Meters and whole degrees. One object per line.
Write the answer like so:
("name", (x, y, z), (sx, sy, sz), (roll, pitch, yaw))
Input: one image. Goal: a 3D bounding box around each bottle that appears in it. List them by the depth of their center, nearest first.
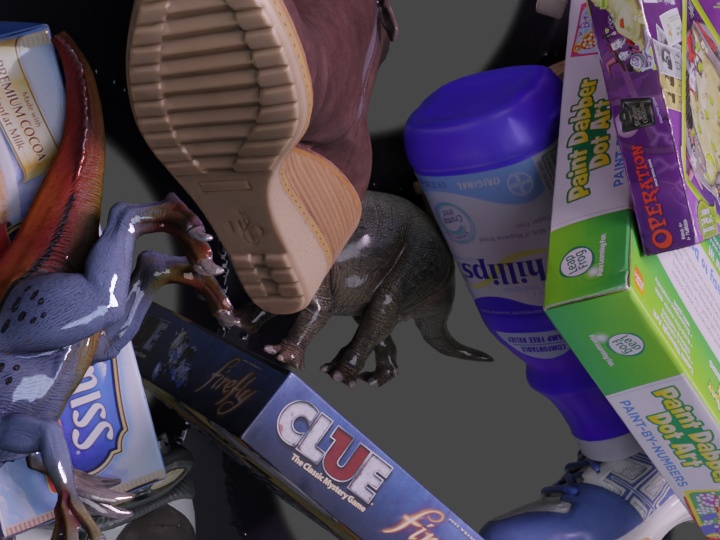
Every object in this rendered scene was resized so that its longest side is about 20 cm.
("bottle", (0.092, 0.000, 0.900), (0.065, 0.083, 0.200), (-47, 122, -41))

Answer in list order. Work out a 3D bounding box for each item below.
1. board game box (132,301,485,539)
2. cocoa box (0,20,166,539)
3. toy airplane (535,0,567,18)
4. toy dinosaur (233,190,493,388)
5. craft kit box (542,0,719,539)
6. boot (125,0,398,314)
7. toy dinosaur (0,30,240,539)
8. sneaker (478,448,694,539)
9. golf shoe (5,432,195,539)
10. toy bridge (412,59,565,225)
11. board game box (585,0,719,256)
("board game box", (-0.031, 0.078, 0.824), (0.135, 0.200, 0.035), (42, 80, -24))
("cocoa box", (-0.181, 0.005, 0.783), (0.131, 0.133, 0.201), (-19, 106, -22))
("toy airplane", (0.125, -0.222, 0.842), (0.199, 0.141, 0.201), (-29, 124, -61))
("toy dinosaur", (0.000, 0.000, 0.893), (0.200, 0.077, 0.103), (24, 96, -22))
("craft kit box", (0.151, -0.005, 0.875), (0.200, 0.048, 0.198), (52, 33, -39))
("boot", (-0.033, -0.100, 0.766), (0.200, 0.072, 0.167), (78, 21, -49))
("toy dinosaur", (-0.134, 0.046, 0.716), (0.181, 0.105, 0.200), (-31, 77, -11))
("sneaker", (0.139, 0.102, 0.981), (0.200, 0.075, 0.088), (-16, 94, -27))
("golf shoe", (-0.164, 0.141, 0.846), (0.199, 0.078, 0.095), (-15, 105, -19))
("toy bridge", (0.115, -0.075, 0.956), (0.200, 0.027, 0.067), (-21, 106, -19))
("board game box", (0.156, -0.078, 0.843), (0.200, 0.032, 0.120), (-15, 88, -63))
